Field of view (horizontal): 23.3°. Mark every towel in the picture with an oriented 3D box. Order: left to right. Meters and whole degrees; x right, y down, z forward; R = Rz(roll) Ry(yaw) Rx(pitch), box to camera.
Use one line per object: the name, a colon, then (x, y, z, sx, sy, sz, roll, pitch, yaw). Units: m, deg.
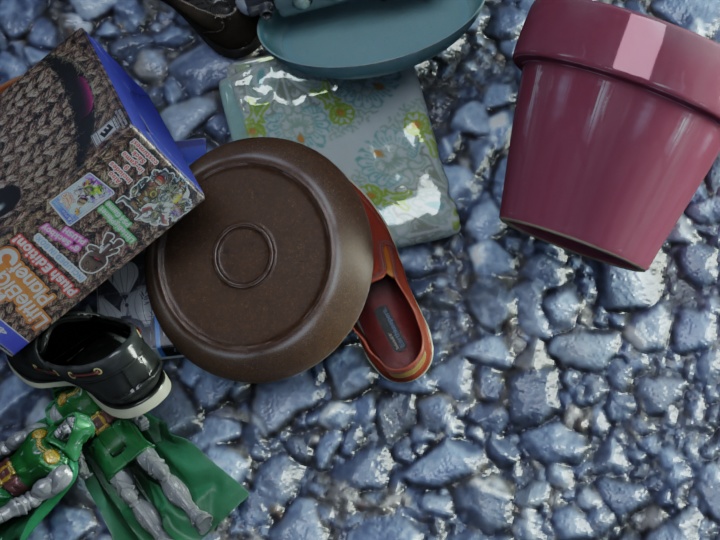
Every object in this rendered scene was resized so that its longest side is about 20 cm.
towel: (-0.021, -0.104, 1.489, 0.171, 0.048, 0.200, -14, 71, 0)

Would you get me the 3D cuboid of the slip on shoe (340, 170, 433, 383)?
slip on shoe: (0.000, 0.000, 1.415, 0.074, 0.061, 0.200, -27, 89, 0)

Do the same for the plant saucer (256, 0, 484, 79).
plant saucer: (0.011, -0.216, 1.490, 0.200, 0.027, 0.200, -9, 35, 6)

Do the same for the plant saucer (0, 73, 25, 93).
plant saucer: (-0.274, -0.074, 1.482, 0.200, 0.032, 0.201, -8, 67, 21)

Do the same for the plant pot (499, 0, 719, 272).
plant pot: (0.201, -0.103, 1.408, 0.200, 0.200, 0.179, 20, 89, 11)

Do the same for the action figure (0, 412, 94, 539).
action figure: (-0.291, 0.179, 1.373, 0.200, 0.055, 0.118, -39, 58, 0)

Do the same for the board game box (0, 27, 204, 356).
board game box: (-0.246, -0.064, 1.367, 0.200, 0.097, 0.160, -39, 42, 5)

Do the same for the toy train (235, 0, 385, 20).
toy train: (-0.021, -0.277, 1.484, 0.200, 0.085, 0.114, -12, 61, 7)

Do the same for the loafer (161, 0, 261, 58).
loafer: (-0.160, -0.273, 1.545, 0.200, 0.071, 0.073, 39, 78, 15)

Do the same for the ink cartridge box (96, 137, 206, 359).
ink cartridge box: (-0.175, -0.024, 1.477, 0.099, 0.039, 0.200, -7, 70, 2)

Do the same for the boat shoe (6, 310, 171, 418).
boat shoe: (-0.226, 0.059, 1.380, 0.074, 0.063, 0.201, -42, 34, -25)

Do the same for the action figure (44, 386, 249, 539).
action figure: (-0.196, 0.144, 1.415, 0.118, 0.055, 0.200, -39, 69, -6)

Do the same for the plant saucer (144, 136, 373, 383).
plant saucer: (-0.089, -0.010, 1.397, 0.200, 0.034, 0.201, -2, 85, 19)
